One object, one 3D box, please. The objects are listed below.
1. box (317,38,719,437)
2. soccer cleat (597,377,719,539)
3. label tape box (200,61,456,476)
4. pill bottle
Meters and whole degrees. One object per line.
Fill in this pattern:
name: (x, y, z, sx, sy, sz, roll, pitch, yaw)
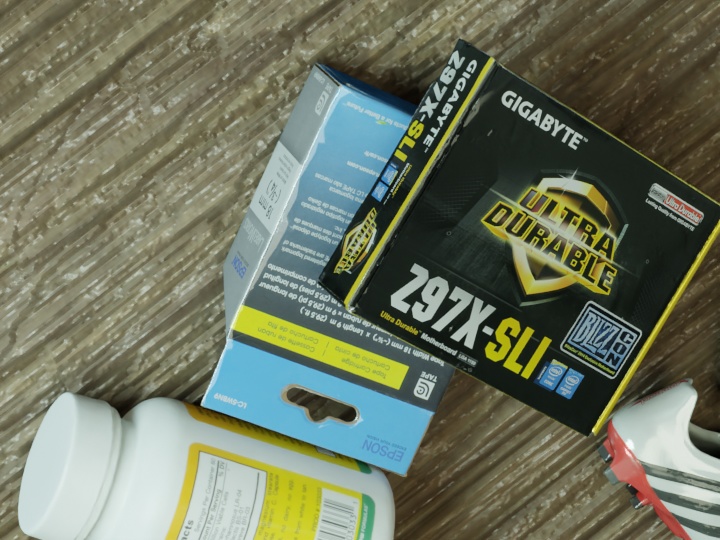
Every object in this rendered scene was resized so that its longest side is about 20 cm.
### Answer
box: (0.095, -0.014, 1.250, 0.199, 0.049, 0.160, 29, 97, -33)
soccer cleat: (0.235, 0.151, 1.400, 0.085, 0.069, 0.200, -39, 110, 14)
label tape box: (0.000, 0.000, 1.282, 0.143, 0.063, 0.201, 21, 100, -23)
pill bottle: (-0.090, 0.139, 1.274, 0.199, 0.113, 0.113, 19, 101, -22)
